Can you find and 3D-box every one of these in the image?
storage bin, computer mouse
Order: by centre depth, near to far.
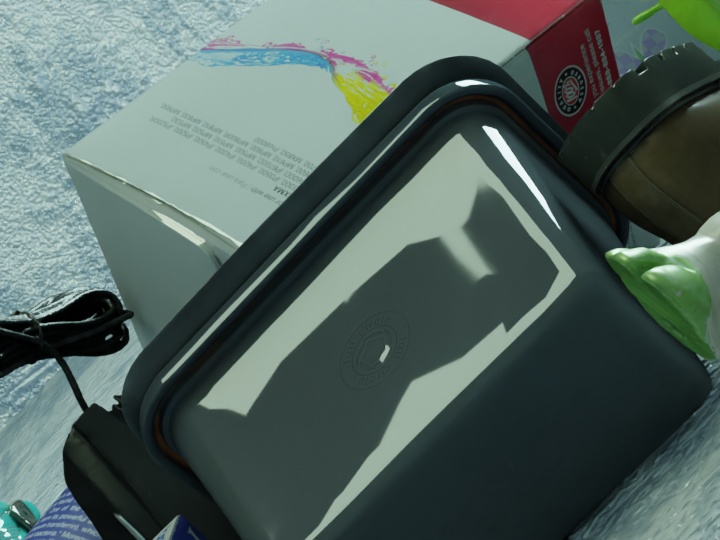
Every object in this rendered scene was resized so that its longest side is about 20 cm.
[{"bbox_3d":[0.032,0.050,0.863,0.200,0.145,0.134,-44,35,7],"label":"storage bin"},{"bbox_3d":[-0.098,0.090,0.949,0.046,0.201,0.140,-40,-18,34],"label":"computer mouse"}]

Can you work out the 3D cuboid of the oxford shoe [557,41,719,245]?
[{"bbox_3d":[0.158,-0.048,0.883,0.200,0.084,0.073,-29,-22,-45],"label":"oxford shoe"}]

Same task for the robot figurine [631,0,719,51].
[{"bbox_3d":[0.206,-0.172,1.051,0.175,0.116,0.200,-22,-12,-43],"label":"robot figurine"}]

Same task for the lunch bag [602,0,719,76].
[{"bbox_3d":[0.141,-0.197,1.209,0.170,0.200,0.127,-43,9,26],"label":"lunch bag"}]

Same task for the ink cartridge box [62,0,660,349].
[{"bbox_3d":[0.003,-0.030,1.012,0.200,0.146,0.144,-39,43,-24],"label":"ink cartridge box"}]

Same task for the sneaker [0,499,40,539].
[{"bbox_3d":[-0.169,0.176,1.244,0.084,0.121,0.200,-49,9,-23],"label":"sneaker"}]

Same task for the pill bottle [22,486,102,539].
[{"bbox_3d":[-0.091,0.136,1.058,0.200,0.116,0.116,-52,10,-35],"label":"pill bottle"}]

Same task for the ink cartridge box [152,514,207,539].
[{"bbox_3d":[-0.057,0.164,0.825,0.044,0.094,0.200,-44,9,12],"label":"ink cartridge box"}]

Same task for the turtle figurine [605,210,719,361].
[{"bbox_3d":[0.160,-0.054,0.618,0.194,0.144,0.200,-50,5,-5],"label":"turtle figurine"}]
